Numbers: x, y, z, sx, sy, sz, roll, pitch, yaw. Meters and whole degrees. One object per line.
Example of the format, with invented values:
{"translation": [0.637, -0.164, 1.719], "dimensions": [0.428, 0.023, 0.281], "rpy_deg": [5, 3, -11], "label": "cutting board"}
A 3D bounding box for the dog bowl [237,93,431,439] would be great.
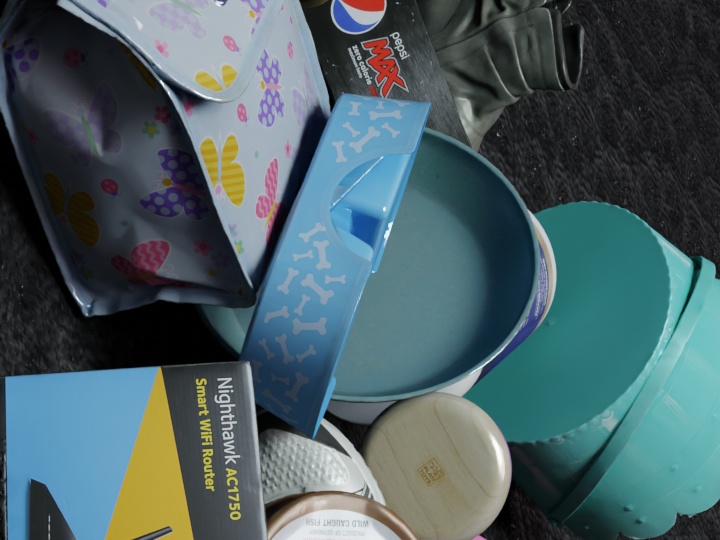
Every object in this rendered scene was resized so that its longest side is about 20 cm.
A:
{"translation": [-0.015, -0.009, 1.242], "dimensions": [0.112, 0.049, 0.201], "rpy_deg": [107, 4, -55], "label": "dog bowl"}

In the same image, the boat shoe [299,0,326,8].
{"translation": [-0.078, -0.226, 1.265], "dimensions": [0.200, 0.072, 0.065], "rpy_deg": [43, 47, -10], "label": "boat shoe"}

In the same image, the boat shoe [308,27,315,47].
{"translation": [-0.097, -0.158, 1.319], "dimensions": [0.200, 0.070, 0.064], "rpy_deg": [55, 37, -17], "label": "boat shoe"}

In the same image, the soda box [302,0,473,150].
{"translation": [0.001, -0.137, 1.397], "dimensions": [0.201, 0.070, 0.063], "rpy_deg": [67, -5, -36], "label": "soda box"}

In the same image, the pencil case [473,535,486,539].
{"translation": [0.016, 0.187, 1.369], "dimensions": [0.200, 0.090, 0.094], "rpy_deg": [17, 69, -57], "label": "pencil case"}

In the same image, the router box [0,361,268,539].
{"translation": [-0.114, 0.146, 1.064], "dimensions": [0.051, 0.148, 0.201], "rpy_deg": [127, -42, -72], "label": "router box"}

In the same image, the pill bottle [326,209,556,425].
{"translation": [0.037, 0.024, 1.450], "dimensions": [0.200, 0.111, 0.112], "rpy_deg": [-34, 109, -61], "label": "pill bottle"}

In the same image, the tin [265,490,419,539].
{"translation": [-0.017, 0.207, 1.165], "dimensions": [0.111, 0.042, 0.201], "rpy_deg": [4, 78, -19], "label": "tin"}

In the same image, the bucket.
{"translation": [0.159, 0.063, 1.585], "dimensions": [0.135, 0.206, 0.208], "rpy_deg": [40, 45, -44], "label": "bucket"}

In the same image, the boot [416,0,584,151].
{"translation": [0.084, -0.113, 1.577], "dimensions": [0.068, 0.130, 0.201], "rpy_deg": [30, 53, -55], "label": "boot"}

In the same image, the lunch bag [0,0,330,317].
{"translation": [-0.098, -0.104, 1.206], "dimensions": [0.170, 0.126, 0.201], "rpy_deg": [-67, 146, -51], "label": "lunch bag"}

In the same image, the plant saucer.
{"translation": [0.000, 0.000, 1.335], "dimensions": [0.036, 0.199, 0.201], "rpy_deg": [93, 6, -52], "label": "plant saucer"}

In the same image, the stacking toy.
{"translation": [0.055, 0.114, 1.382], "dimensions": [0.200, 0.085, 0.086], "rpy_deg": [22, 58, -79], "label": "stacking toy"}

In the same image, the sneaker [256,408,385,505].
{"translation": [-0.021, 0.164, 1.234], "dimensions": [0.088, 0.075, 0.201], "rpy_deg": [23, 49, -74], "label": "sneaker"}
